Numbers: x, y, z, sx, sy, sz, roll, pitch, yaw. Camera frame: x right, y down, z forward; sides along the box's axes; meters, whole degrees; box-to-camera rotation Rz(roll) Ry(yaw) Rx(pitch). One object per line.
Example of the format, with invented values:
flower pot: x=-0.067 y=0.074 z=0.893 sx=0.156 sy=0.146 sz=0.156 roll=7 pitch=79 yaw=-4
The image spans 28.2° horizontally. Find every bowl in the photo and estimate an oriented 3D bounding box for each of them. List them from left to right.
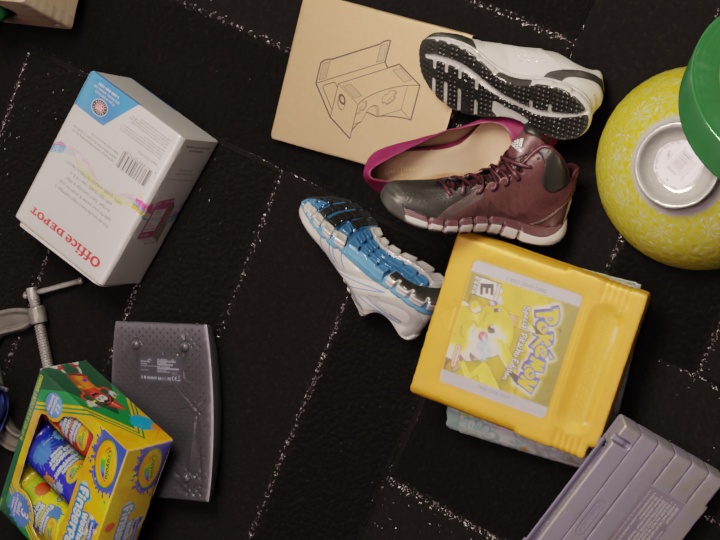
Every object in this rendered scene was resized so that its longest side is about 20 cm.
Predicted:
bowl: x=0.310 y=-0.098 z=1.353 sx=0.200 sy=0.108 sz=0.201 roll=1 pitch=92 yaw=23

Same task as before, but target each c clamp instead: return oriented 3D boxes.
c clamp: x=-0.394 y=0.117 z=1.715 sx=0.171 sy=0.027 sz=0.200 roll=-7 pitch=90 yaw=25

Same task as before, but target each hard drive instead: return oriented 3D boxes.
hard drive: x=-0.218 y=0.157 z=1.632 sx=0.135 sy=0.042 sz=0.201 roll=1 pitch=94 yaw=24

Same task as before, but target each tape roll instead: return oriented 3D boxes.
tape roll: x=0.389 y=-0.152 z=1.286 sx=0.200 sy=0.048 sz=0.201 roll=2 pitch=62 yaw=-4

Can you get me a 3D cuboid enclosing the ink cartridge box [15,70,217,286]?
ink cartridge box: x=-0.278 y=-0.102 z=1.624 sx=0.144 sy=0.085 sz=0.200 roll=37 pitch=105 yaw=19

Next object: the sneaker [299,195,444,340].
sneaker: x=0.000 y=0.000 z=1.517 sx=0.200 sy=0.075 sz=0.087 roll=43 pitch=131 yaw=25

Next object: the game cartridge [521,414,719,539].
game cartridge: x=0.249 y=0.249 z=1.403 sx=0.129 sy=0.038 sz=0.200 roll=29 pitch=107 yaw=-19

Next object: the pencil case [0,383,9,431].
pencil case: x=-0.516 y=0.145 z=1.730 sx=0.200 sy=0.087 sz=0.078 roll=18 pitch=57 yaw=28

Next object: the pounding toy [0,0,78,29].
pounding toy: x=-0.414 y=-0.350 z=1.662 sx=0.184 sy=0.142 sz=0.200 roll=10 pitch=86 yaw=23

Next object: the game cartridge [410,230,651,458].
game cartridge: x=0.165 y=0.072 z=1.416 sx=0.200 sy=0.032 sz=0.177 roll=20 pitch=100 yaw=20

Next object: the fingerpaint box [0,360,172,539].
fingerpaint box: x=-0.317 y=0.233 z=1.627 sx=0.167 sy=0.073 sz=0.200 roll=37 pitch=117 yaw=31

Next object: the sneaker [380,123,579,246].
sneaker: x=0.123 y=-0.096 z=1.398 sx=0.076 sy=0.200 sz=0.116 roll=-116 pitch=38 yaw=-53

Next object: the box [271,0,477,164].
box: x=0.011 y=-0.194 z=1.527 sx=0.200 sy=0.021 sz=0.164 roll=19 pitch=100 yaw=21

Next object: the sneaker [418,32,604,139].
sneaker: x=0.152 y=-0.192 z=1.440 sx=0.200 sy=0.080 sz=0.074 roll=25 pitch=135 yaw=20

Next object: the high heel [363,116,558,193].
high heel: x=0.103 y=-0.114 z=1.436 sx=0.200 sy=0.096 sz=0.068 roll=-17 pitch=94 yaw=11

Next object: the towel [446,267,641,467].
towel: x=0.185 y=0.087 z=1.449 sx=0.171 sy=0.048 sz=0.200 roll=15 pitch=98 yaw=23
